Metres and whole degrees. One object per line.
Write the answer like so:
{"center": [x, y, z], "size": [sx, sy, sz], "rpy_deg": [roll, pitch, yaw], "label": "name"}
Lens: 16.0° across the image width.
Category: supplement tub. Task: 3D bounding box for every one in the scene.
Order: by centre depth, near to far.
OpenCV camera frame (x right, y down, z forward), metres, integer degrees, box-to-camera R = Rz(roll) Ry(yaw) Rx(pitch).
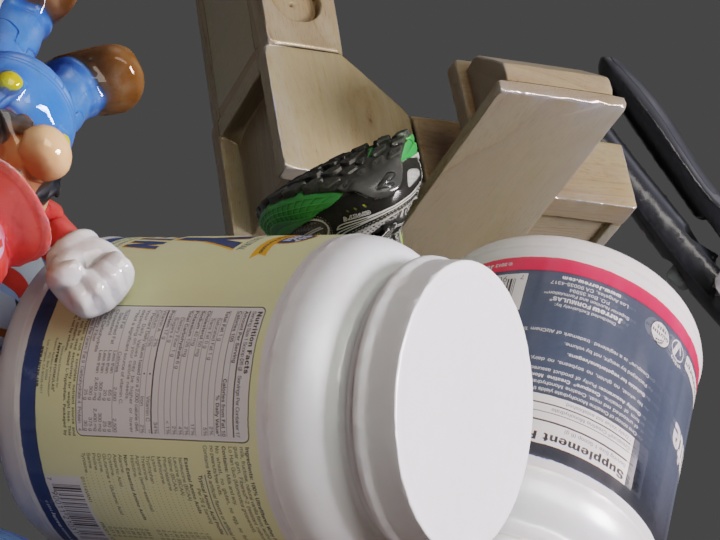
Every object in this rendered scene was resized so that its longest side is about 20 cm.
{"center": [-0.041, 0.057, 1.105], "size": [0.145, 0.199, 0.146], "rpy_deg": [1, 89, -60], "label": "supplement tub"}
{"center": [0.080, 0.096, 1.211], "size": [0.140, 0.140, 0.201], "rpy_deg": [26, 49, -9], "label": "supplement tub"}

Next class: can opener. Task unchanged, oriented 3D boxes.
{"center": [0.179, -0.033, 1.420], "size": [0.063, 0.079, 0.200], "rpy_deg": [-40, 75, -2], "label": "can opener"}

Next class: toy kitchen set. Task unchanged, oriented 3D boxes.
{"center": [0.042, -0.113, 1.323], "size": [0.199, 0.163, 0.181], "rpy_deg": [6, 55, -25], "label": "toy kitchen set"}

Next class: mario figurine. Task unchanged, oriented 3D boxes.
{"center": [-0.135, -0.060, 1.076], "size": [0.123, 0.106, 0.200], "rpy_deg": [22, 35, -3], "label": "mario figurine"}

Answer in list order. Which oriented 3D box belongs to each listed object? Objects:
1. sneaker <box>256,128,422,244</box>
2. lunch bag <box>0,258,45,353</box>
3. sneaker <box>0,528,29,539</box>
{"center": [0.000, 0.000, 1.199], "size": [0.078, 0.200, 0.085], "rpy_deg": [-27, 74, -17], "label": "sneaker"}
{"center": [-0.221, -0.015, 1.174], "size": [0.160, 0.076, 0.201], "rpy_deg": [-7, 61, -35], "label": "lunch bag"}
{"center": [-0.223, 0.108, 1.065], "size": [0.199, 0.089, 0.079], "rpy_deg": [14, 38, -21], "label": "sneaker"}
